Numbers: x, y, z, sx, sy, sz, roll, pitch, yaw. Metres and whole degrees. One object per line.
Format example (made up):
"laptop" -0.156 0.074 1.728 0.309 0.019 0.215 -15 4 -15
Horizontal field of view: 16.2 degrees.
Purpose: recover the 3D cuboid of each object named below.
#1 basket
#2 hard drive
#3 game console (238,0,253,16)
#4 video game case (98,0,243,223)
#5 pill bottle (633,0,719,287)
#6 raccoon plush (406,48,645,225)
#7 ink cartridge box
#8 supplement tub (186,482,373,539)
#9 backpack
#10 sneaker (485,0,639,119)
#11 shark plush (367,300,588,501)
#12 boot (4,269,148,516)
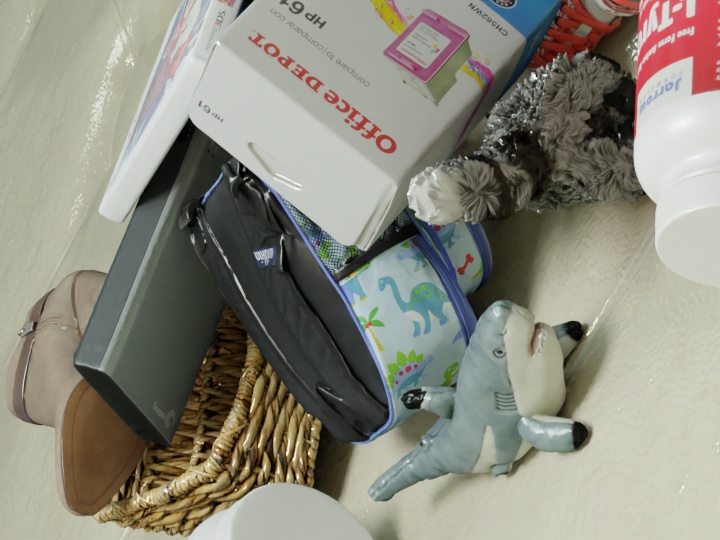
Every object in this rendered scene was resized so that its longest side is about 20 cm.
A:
"basket" -0.106 0.085 1.832 0.143 0.148 0.201 119 162 -56
"hard drive" -0.130 0.005 1.757 0.140 0.033 0.201 59 -132 -61
"game console" -0.048 -0.165 1.867 0.200 0.118 0.172 158 103 -77
"video game case" -0.113 -0.152 1.694 0.200 0.023 0.183 -51 18 53
"pill bottle" 0.206 -0.096 1.382 0.112 0.112 0.201 -39 37 49
"raccoon plush" 0.086 -0.075 1.559 0.134 0.199 0.097 -15 84 61
"ink cartridge box" 0.009 -0.132 1.572 0.200 0.144 0.085 -49 -6 -33
"supplement tub" -0.083 0.245 1.688 0.200 0.140 0.141 -47 31 41
"backpack" 0.000 0.000 1.662 0.147 0.200 0.183 -30 -2 -19
"sneaker" 0.144 -0.173 1.641 0.202 0.067 0.108 -61 22 11
"shark plush" 0.065 0.081 1.575 0.200 0.083 0.091 -35 40 52
"boot" -0.213 0.092 1.850 0.146 0.070 0.201 -15 51 49
